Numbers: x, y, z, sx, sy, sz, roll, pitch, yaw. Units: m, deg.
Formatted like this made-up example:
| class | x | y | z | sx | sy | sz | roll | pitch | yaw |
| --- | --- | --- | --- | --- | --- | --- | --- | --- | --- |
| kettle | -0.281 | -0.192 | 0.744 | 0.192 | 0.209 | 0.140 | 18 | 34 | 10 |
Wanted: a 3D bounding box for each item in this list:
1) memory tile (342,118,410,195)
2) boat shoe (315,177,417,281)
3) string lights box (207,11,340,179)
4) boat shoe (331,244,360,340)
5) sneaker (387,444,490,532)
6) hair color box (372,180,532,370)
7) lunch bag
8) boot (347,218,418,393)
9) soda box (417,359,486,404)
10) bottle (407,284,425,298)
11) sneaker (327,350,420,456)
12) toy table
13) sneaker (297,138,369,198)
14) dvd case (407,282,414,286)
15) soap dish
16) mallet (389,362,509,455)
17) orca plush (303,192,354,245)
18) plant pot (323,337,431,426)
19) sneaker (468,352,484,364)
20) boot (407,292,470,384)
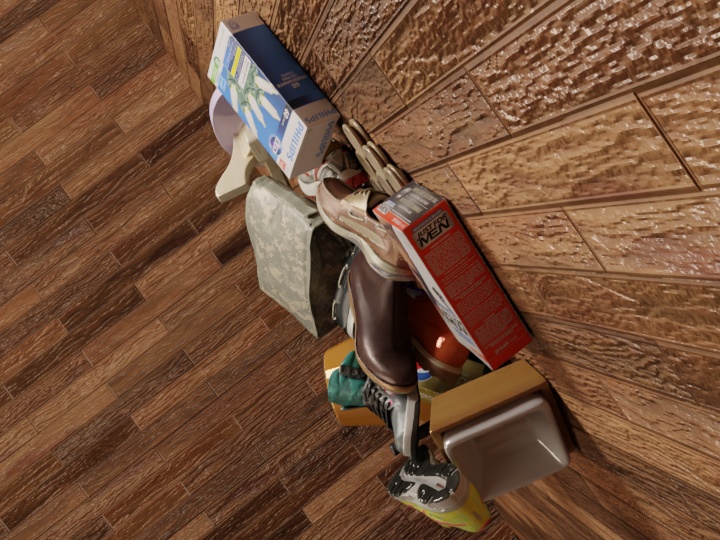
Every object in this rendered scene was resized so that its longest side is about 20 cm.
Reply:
| class | x | y | z | sx | sy | sz | roll | pitch | yaw |
| --- | --- | --- | --- | --- | --- | --- | --- | --- | --- |
| memory tile | 0.047 | -0.089 | 1.417 | 0.153 | 0.017 | 0.200 | 49 | 174 | 42 |
| boat shoe | 0.016 | -0.066 | 1.406 | 0.200 | 0.075 | 0.072 | 43 | 127 | 37 |
| string lights box | -0.116 | -0.231 | 1.504 | 0.200 | 0.059 | 0.103 | 52 | 145 | 21 |
| boat shoe | 0.000 | 0.000 | 1.613 | 0.075 | 0.202 | 0.060 | -7 | -150 | -46 |
| sneaker | 0.099 | 0.281 | 1.427 | 0.090 | 0.078 | 0.200 | 42 | 173 | -14 |
| hair color box | 0.102 | 0.005 | 1.282 | 0.201 | 0.064 | 0.111 | 57 | 175 | -21 |
| lunch bag | -0.082 | -0.034 | 1.684 | 0.164 | 0.117 | 0.201 | 37 | 147 | 41 |
| boot | 0.034 | 0.038 | 1.471 | 0.201 | 0.072 | 0.167 | -117 | 30 | -43 |
| soda box | 0.121 | 0.157 | 1.628 | 0.198 | 0.064 | 0.068 | 18 | 159 | 25 |
| bottle | 0.093 | 0.071 | 1.675 | 0.065 | 0.084 | 0.200 | 21 | 177 | -28 |
| sneaker | 0.017 | 0.167 | 1.502 | 0.201 | 0.119 | 0.084 | -92 | 2 | -59 |
| toy table | -0.148 | -0.189 | 1.736 | 0.200 | 0.183 | 0.118 | 40 | -156 | -54 |
| sneaker | -0.047 | -0.152 | 1.609 | 0.083 | 0.077 | 0.200 | 62 | 165 | -14 |
| dvd case | 0.022 | -0.046 | 1.898 | 0.200 | 0.025 | 0.150 | 52 | 174 | 17 |
| soap dish | 0.180 | 0.205 | 1.464 | 0.201 | 0.156 | 0.082 | 60 | -172 | -51 |
| mallet | 0.124 | 0.182 | 1.533 | 0.066 | 0.198 | 0.041 | -116 | 0 | -50 |
| orca plush | 0.009 | -0.076 | 1.747 | 0.105 | 0.071 | 0.201 | -17 | -112 | -47 |
| plant pot | 0.044 | 0.168 | 1.845 | 0.200 | 0.181 | 0.202 | -14 | -90 | -82 |
| sneaker | 0.185 | 0.203 | 1.795 | 0.082 | 0.073 | 0.201 | 47 | 172 | 49 |
| boot | 0.095 | 0.058 | 1.548 | 0.074 | 0.108 | 0.200 | 14 | -163 | -34 |
